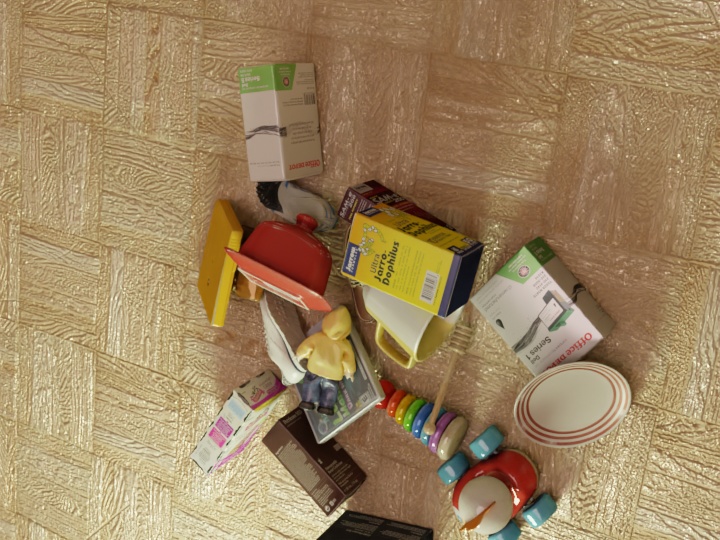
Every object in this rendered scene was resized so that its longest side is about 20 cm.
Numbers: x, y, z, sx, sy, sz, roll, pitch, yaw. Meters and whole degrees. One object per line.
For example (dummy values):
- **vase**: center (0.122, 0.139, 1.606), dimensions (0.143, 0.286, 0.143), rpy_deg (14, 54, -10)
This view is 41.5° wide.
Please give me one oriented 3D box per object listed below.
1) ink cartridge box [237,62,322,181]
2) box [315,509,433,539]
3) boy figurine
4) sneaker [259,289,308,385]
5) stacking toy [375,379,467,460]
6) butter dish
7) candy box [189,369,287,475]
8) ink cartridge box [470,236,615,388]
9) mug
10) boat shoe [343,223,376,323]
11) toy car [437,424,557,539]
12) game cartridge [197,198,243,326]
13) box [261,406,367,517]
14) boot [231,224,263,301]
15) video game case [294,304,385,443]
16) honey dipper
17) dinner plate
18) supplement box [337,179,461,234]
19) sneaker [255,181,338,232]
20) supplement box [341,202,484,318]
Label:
- **ink cartridge box**: center (-0.143, -0.270, 1.730), dimensions (0.082, 0.145, 0.205), rpy_deg (0, 101, 28)
- **box**: center (0.017, 0.559, 1.804), dimensions (0.196, 0.181, 0.107), rpy_deg (5, 104, 27)
- **boy figurine**: center (-0.065, 0.163, 1.771), dimensions (0.121, 0.064, 0.205), rpy_deg (12, 92, 6)
- **sneaker**: center (-0.160, 0.123, 1.855), dimensions (0.080, 0.075, 0.203), rpy_deg (-40, 64, 38)
- **stacking toy**: center (0.099, 0.264, 1.759), dimensions (0.198, 0.085, 0.087), rpy_deg (30, 114, 25)
- **butter dish**: center (-0.122, -0.031, 1.699), dimensions (0.197, 0.200, 0.150), rpy_deg (25, 81, 8)
- **candy box**: center (-0.246, 0.306, 1.919), dimensions (0.061, 0.136, 0.201), rpy_deg (41, 117, 12)
- **ink cartridge box**: center (0.306, 0.071, 1.596), dimensions (0.201, 0.084, 0.146), rpy_deg (49, 119, 11)
- **mug**: center (0.076, 0.071, 1.684), dimensions (0.152, 0.149, 0.189), rpy_deg (34, 98, 22)
- **boat shoe**: center (0.000, 0.000, 1.754), dimensions (0.074, 0.071, 0.205), rpy_deg (-2, 100, 28)
- **toy car**: center (0.213, 0.408, 1.654), dimensions (0.177, 0.199, 0.185), rpy_deg (-43, 80, 28)
- **game cartridge**: center (-0.276, -0.020, 1.865), dimensions (0.177, 0.032, 0.204), rpy_deg (-125, 48, -58)
- **box**: center (-0.090, 0.371, 1.869), dimensions (0.200, 0.100, 0.075), rpy_deg (44, 117, 12)
- **boot**: center (-0.184, -0.013, 1.834), dimensions (0.198, 0.070, 0.148), rpy_deg (1, 82, 40)
- **video game case**: center (-0.056, 0.200, 1.824), dimensions (0.181, 0.023, 0.203), rpy_deg (-39, 64, 30)
- **honey dipper**: center (0.153, 0.195, 1.694), dimensions (0.037, 0.038, 0.204), rpy_deg (19, 89, 23)
- **dinner plate**: center (0.352, 0.221, 1.585), dimensions (0.195, 0.025, 0.203), rpy_deg (-2, 129, -3)
- **supplement box**: center (0.069, -0.082, 1.678), dimensions (0.198, 0.108, 0.062), rpy_deg (32, 114, 18)
- **sneaker**: center (-0.124, -0.127, 1.802), dimensions (0.198, 0.072, 0.073), rpy_deg (33, 92, 33)
- **supplement box**: center (0.085, -0.020, 1.558), dimensions (0.197, 0.108, 0.112), rpy_deg (23, 112, 21)
